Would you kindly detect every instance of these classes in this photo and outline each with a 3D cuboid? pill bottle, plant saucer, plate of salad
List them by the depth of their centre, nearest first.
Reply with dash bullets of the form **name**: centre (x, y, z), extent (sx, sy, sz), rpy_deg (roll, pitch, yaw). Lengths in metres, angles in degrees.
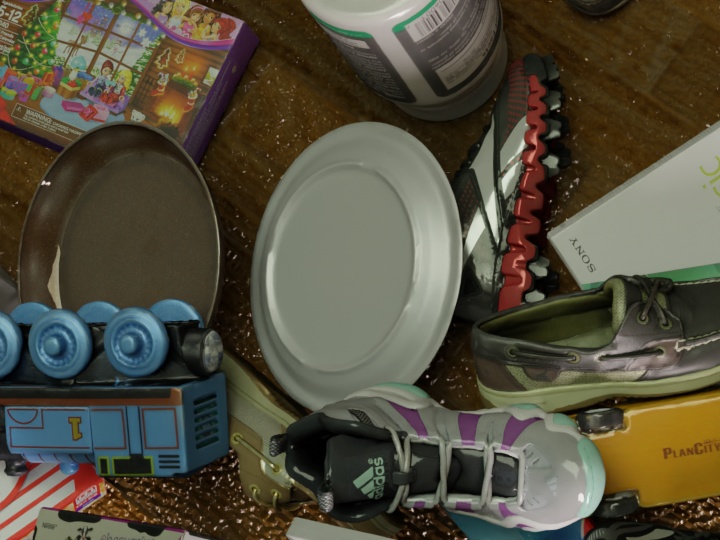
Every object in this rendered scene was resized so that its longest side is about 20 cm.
- **pill bottle**: centre (0.032, -0.178, 1.348), extent (0.113, 0.200, 0.114), rpy_deg (-5, 72, 15)
- **plate of salad**: centre (0.000, 0.000, 1.369), extent (0.199, 0.048, 0.201), rpy_deg (-9, 77, 42)
- **plant saucer**: centre (-0.163, -0.003, 1.413), extent (0.200, 0.032, 0.201), rpy_deg (-4, 84, 40)

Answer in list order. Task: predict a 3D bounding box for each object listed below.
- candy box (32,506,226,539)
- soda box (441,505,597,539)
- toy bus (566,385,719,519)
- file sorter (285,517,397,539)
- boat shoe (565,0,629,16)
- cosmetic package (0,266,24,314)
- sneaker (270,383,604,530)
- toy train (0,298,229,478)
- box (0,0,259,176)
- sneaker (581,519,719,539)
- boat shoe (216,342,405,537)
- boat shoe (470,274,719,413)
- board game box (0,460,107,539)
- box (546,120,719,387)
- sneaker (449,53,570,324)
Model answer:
- **candy box**: centre (-0.089, 0.198, 1.250), extent (0.136, 0.200, 0.061), rpy_deg (2, 75, 43)
- **soda box**: centre (0.136, 0.197, 1.276), extent (0.068, 0.064, 0.200), rpy_deg (-41, 67, 2)
- **toy bus**: centre (0.218, 0.105, 1.250), extent (0.199, 0.078, 0.065), rpy_deg (-10, 90, 4)
- **file sorter**: centre (0.034, 0.258, 1.178), extent (0.138, 0.200, 0.125), rpy_deg (4, 54, 48)
- **boat shoe**: centre (0.192, -0.273, 1.394), extent (0.074, 0.073, 0.201), rpy_deg (28, 88, 24)
- **cosmetic package**: centre (-0.312, -0.021, 1.405), extent (0.051, 0.200, 0.083), rpy_deg (-43, 67, 0)
- **sneaker**: centre (0.033, 0.122, 1.198), extent (0.199, 0.140, 0.078), rpy_deg (5, 101, 41)
- **toy train**: centre (-0.181, 0.079, 1.331), extent (0.199, 0.087, 0.115), rpy_deg (-2, 93, 20)
- **box**: centre (-0.191, -0.149, 1.495), extent (0.199, 0.039, 0.137), rpy_deg (22, 81, 22)
- **sneaker**: centre (0.228, 0.174, 1.213), extent (0.199, 0.083, 0.071), rpy_deg (9, 41, -6)
- **boat shoe**: centre (-0.053, 0.127, 1.355), extent (0.200, 0.074, 0.066), rpy_deg (40, 91, 33)
- **boat shoe**: centre (0.164, 0.036, 1.244), extent (0.200, 0.066, 0.072), rpy_deg (-15, 38, 8)
- **board game box**: centre (-0.299, 0.148, 1.392), extent (0.200, 0.046, 0.152), rpy_deg (-36, 75, -16)
- **box**: centre (0.240, -0.017, 1.295), extent (0.200, 0.036, 0.145), rpy_deg (-34, 92, 6)
- **sneaker**: centre (0.089, -0.053, 1.363), extent (0.097, 0.071, 0.201), rpy_deg (4, 76, 16)
